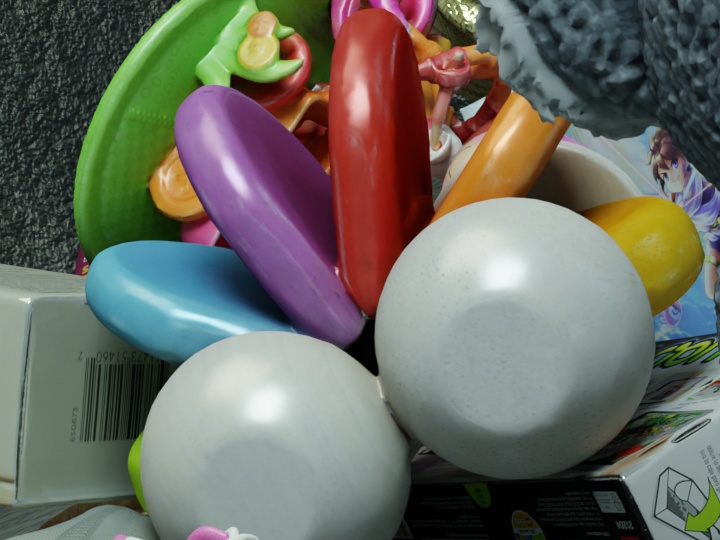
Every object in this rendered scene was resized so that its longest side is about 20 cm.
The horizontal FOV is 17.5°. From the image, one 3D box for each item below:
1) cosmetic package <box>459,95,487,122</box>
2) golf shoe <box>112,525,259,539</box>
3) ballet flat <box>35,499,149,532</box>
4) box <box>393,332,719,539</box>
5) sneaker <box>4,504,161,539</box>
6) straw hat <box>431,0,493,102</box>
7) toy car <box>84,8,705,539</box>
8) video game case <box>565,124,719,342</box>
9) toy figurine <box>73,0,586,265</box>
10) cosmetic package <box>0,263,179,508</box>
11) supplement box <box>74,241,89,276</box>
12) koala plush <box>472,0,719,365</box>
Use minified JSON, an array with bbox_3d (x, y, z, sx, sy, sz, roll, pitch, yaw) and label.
[{"bbox_3d":[0.147,-0.055,1.051,0.150,0.052,0.200,-28,-24,11],"label":"cosmetic package"},{"bbox_3d":[-0.018,0.099,0.574,0.199,0.092,0.075,-24,4,15],"label":"golf shoe"},{"bbox_3d":[-0.060,0.112,0.898,0.199,0.068,0.073,-21,25,15],"label":"ballet flat"},{"bbox_3d":[0.086,0.059,0.767,0.110,0.035,0.200,-28,5,-22],"label":"box"},{"bbox_3d":[-0.115,0.129,0.726,0.079,0.075,0.200,21,25,28],"label":"sneaker"},{"bbox_3d":[0.071,-0.134,0.992,0.200,0.202,0.085,-24,22,20],"label":"straw hat"},{"bbox_3d":[0.000,0.000,0.741,0.199,0.151,0.175,-29,7,12],"label":"toy car"},{"bbox_3d":[0.137,-0.055,0.826,0.045,0.183,0.200,-1,-7,-26],"label":"video game case"},{"bbox_3d":[0.018,-0.032,0.904,0.201,0.184,0.150,-53,-31,-5],"label":"toy figurine"},{"bbox_3d":[-0.157,0.033,0.848,0.199,0.074,0.103,7,3,38],"label":"cosmetic package"},{"bbox_3d":[-0.056,0.017,1.084,0.130,0.103,0.201,-24,36,22],"label":"supplement box"},{"bbox_3d":[0.122,-0.027,0.494,0.176,0.201,0.184,-22,6,35],"label":"koala plush"}]
